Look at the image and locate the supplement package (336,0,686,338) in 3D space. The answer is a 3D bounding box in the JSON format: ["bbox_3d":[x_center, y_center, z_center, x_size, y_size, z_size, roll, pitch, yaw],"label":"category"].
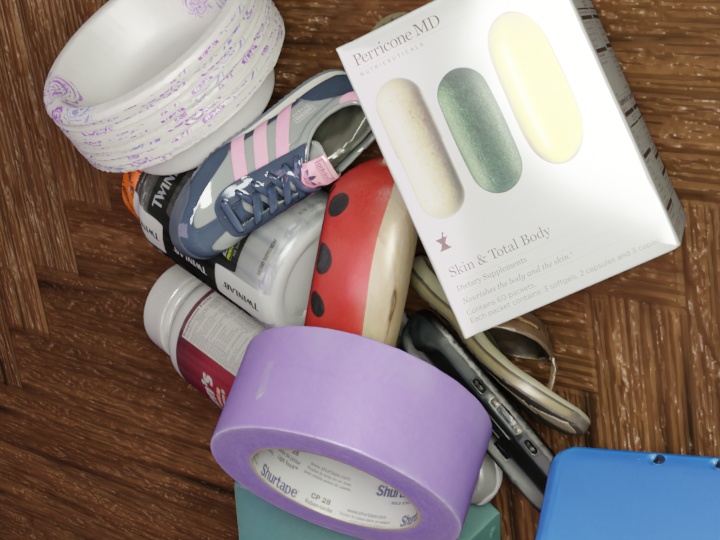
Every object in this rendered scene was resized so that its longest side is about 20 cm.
[{"bbox_3d":[0.105,-0.087,0.992,0.151,0.151,0.201,-24,93,16],"label":"supplement package"}]

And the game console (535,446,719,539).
[{"bbox_3d":[0.225,0.234,1.067,0.198,0.118,0.172,2,115,25],"label":"game console"}]

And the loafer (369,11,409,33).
[{"bbox_3d":[0.073,-0.102,1.120,0.201,0.076,0.067,58,173,-4],"label":"loafer"}]

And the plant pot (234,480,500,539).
[{"bbox_3d":[0.015,0.237,1.300,0.199,0.141,0.143,16,121,33],"label":"plant pot"}]

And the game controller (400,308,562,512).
[{"bbox_3d":[0.106,0.111,1.170,0.200,0.042,0.104,49,164,0],"label":"game controller"}]

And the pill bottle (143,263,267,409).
[{"bbox_3d":[-0.102,0.071,1.344,0.199,0.109,0.110,31,130,41],"label":"pill bottle"}]

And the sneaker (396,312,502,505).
[{"bbox_3d":[0.037,0.118,1.254,0.200,0.082,0.075,51,137,13],"label":"sneaker"}]

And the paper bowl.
[{"bbox_3d":[-0.150,-0.158,1.227,0.200,0.201,0.105,5,141,44],"label":"paper bowl"}]

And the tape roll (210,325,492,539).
[{"bbox_3d":[-0.007,0.128,1.131,0.198,0.086,0.200,16,154,8],"label":"tape roll"}]

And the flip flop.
[{"bbox_3d":[0.110,0.049,1.164,0.200,0.057,0.081,49,179,34],"label":"flip flop"}]

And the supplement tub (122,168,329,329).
[{"bbox_3d":[-0.104,-0.043,1.286,0.199,0.122,0.123,32,130,29],"label":"supplement tub"}]

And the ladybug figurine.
[{"bbox_3d":[0.000,0.000,1.162,0.071,0.136,0.202,10,110,-3],"label":"ladybug figurine"}]

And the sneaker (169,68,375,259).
[{"bbox_3d":[-0.061,-0.078,1.167,0.070,0.200,0.082,51,171,-36],"label":"sneaker"}]
